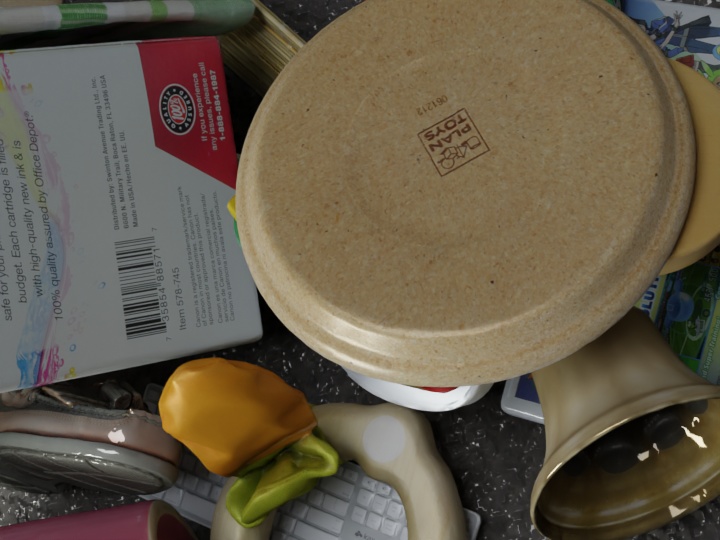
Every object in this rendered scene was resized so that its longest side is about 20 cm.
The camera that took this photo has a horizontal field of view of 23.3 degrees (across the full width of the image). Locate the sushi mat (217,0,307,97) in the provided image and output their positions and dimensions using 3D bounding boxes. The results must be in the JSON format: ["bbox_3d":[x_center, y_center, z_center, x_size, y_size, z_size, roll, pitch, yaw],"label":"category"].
[{"bbox_3d":[-0.027,-0.088,0.846,0.012,0.096,0.200,-38,61,-16],"label":"sushi mat"}]

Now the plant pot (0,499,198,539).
[{"bbox_3d":[-0.149,0.196,0.795,0.178,0.200,0.201,-23,68,4],"label":"plant pot"}]

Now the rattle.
[{"bbox_3d":[-0.021,0.150,0.756,0.129,0.143,0.202,1,75,6],"label":"rattle"}]

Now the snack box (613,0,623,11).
[{"bbox_3d":[0.067,-0.174,0.828,0.115,0.037,0.202,-7,64,25],"label":"snack box"}]

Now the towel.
[{"bbox_3d":[-0.170,-0.107,0.825,0.152,0.199,0.024,0,97,61],"label":"towel"}]

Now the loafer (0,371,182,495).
[{"bbox_3d":[-0.143,0.071,0.845,0.199,0.072,0.063,-12,58,57],"label":"loafer"}]

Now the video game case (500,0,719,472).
[{"bbox_3d":[0.169,-0.012,0.766,0.181,0.022,0.202,14,85,29],"label":"video game case"}]

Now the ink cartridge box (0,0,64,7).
[{"bbox_3d":[-0.245,-0.067,0.905,0.075,0.163,0.202,-20,65,61],"label":"ink cartridge box"}]

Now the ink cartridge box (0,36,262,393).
[{"bbox_3d":[-0.172,-0.021,0.802,0.144,0.199,0.147,-4,94,54],"label":"ink cartridge box"}]

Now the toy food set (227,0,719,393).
[{"bbox_3d":[0.043,-0.043,0.722,0.200,0.049,0.198,-42,61,-8],"label":"toy food set"}]

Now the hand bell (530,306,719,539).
[{"bbox_3d":[0.088,0.005,0.756,0.104,0.104,0.201,-33,54,17],"label":"hand bell"}]

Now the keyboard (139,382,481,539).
[{"bbox_3d":[-0.034,0.111,0.848,0.199,0.011,0.057,19,87,30],"label":"keyboard"}]

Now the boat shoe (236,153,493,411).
[{"bbox_3d":[0.000,0.000,0.822,0.199,0.067,0.072,30,113,38],"label":"boat shoe"}]
